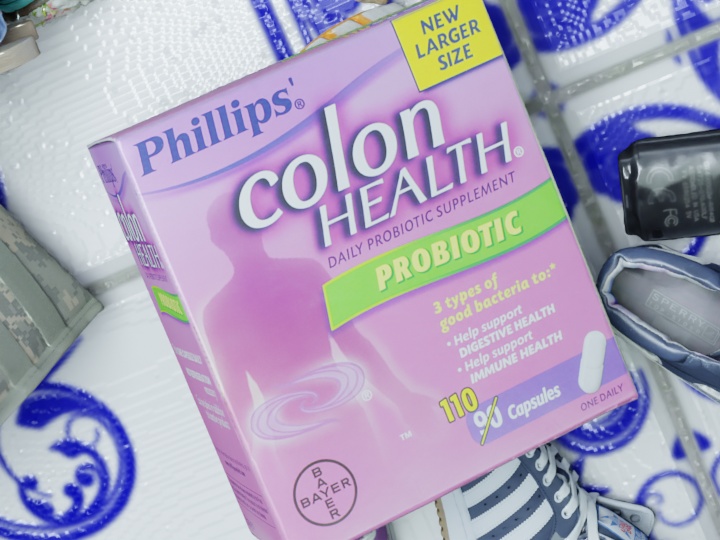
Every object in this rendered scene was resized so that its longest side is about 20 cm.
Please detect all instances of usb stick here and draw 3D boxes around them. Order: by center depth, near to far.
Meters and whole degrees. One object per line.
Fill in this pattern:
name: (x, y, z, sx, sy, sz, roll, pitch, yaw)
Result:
usb stick: (0.227, -0.049, 0.919, 0.198, 0.033, 0.056, -6, 113, 7)

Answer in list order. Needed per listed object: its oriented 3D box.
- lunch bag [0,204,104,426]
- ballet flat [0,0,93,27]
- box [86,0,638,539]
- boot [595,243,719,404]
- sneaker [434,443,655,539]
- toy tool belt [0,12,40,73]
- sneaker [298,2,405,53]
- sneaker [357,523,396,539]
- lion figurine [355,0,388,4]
lunch bag: (-0.244, 0.032, 0.894, 0.164, 0.200, 0.117, 46, 125, -8)
ballet flat: (-0.099, -0.187, 0.894, 0.064, 0.076, 0.200, 22, 118, -36)
box: (0.000, 0.000, 0.845, 0.175, 0.097, 0.201, -24, 97, -13)
boot: (0.201, 0.048, 0.897, 0.199, 0.090, 0.073, 24, 94, 11)
sneaker: (0.093, 0.109, 0.960, 0.108, 0.070, 0.201, -6, 113, 12)
toy tool belt: (-0.207, -0.124, 0.855, 0.122, 0.200, 0.125, -33, 140, -17)
sneaker: (-0.031, -0.044, 0.928, 0.078, 0.077, 0.201, 34, 89, -10)
sneaker: (-0.017, 0.139, 0.959, 0.072, 0.114, 0.202, 1, 108, 4)
lion figurine: (-0.054, -0.177, 0.850, 0.198, 0.073, 0.123, -2, 133, -19)
